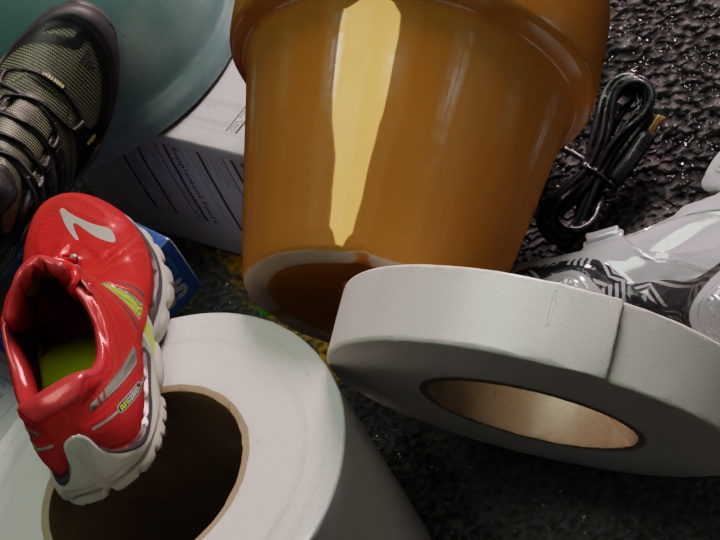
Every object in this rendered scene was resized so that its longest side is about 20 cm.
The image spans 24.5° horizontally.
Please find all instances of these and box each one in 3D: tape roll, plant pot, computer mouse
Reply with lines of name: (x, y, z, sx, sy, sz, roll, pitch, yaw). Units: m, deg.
tape roll: (0.083, 0.050, 0.762, 0.201, 0.203, 0.037, 6, 73, 33)
plant pot: (-0.187, -0.175, 1.007, 0.198, 0.135, 0.202, -15, 43, 14)
plant pot: (0.019, -0.064, 0.851, 0.198, 0.200, 0.185, -2, 63, 27)
tape roll: (-0.075, 0.140, 0.809, 0.201, 0.140, 0.204, -15, 44, 15)
computer mouse: (0.081, -0.098, 0.986, 0.199, 0.044, 0.110, 33, 88, 37)

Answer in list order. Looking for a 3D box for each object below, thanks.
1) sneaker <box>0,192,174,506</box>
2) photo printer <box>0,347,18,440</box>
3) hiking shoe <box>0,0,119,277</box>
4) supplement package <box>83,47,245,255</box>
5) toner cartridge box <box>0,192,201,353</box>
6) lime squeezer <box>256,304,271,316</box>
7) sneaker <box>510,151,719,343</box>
sneaker: (-0.136, 0.016, 0.794, 0.076, 0.085, 0.201, -25, 40, 5)
photo printer: (-0.211, 0.076, 0.995, 0.165, 0.070, 0.201, 18, 60, 39)
hiking shoe: (-0.185, -0.055, 0.893, 0.201, 0.075, 0.101, -62, 15, -4)
supplement package: (-0.087, -0.089, 1.052, 0.199, 0.110, 0.114, 17, 59, 39)
toner cartridge box: (-0.193, -0.001, 0.974, 0.199, 0.043, 0.095, 22, 64, 41)
lime squeezer: (0.000, 0.000, 0.957, 0.037, 0.071, 0.200, -16, 19, 39)
sneaker: (0.163, -0.002, 0.865, 0.198, 0.076, 0.115, 0, 42, 35)
